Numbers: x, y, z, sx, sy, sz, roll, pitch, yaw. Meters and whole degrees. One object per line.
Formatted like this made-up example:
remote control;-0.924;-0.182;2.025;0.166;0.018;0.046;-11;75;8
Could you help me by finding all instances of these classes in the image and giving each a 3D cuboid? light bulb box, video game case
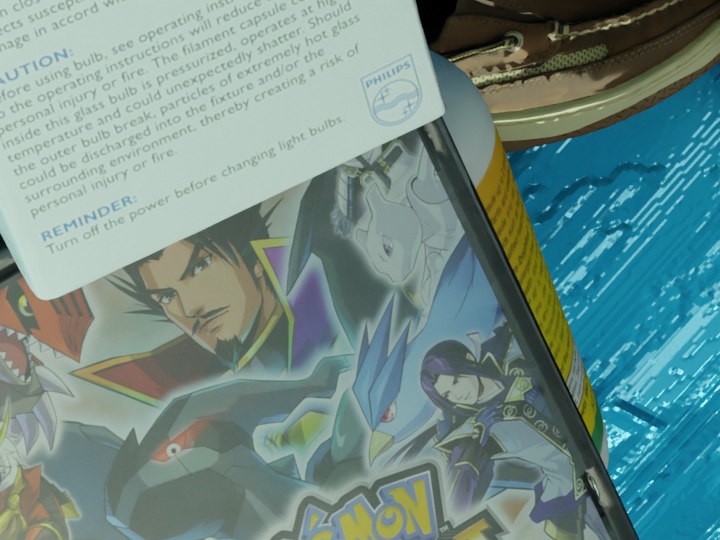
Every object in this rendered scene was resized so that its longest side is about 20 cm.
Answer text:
light bulb box;-0.088;-0.140;0.708;0.124;0.199;0.201;-26;133;-8
video game case;-0.037;0.058;0.759;0.199;0.025;0.182;-30;105;-13

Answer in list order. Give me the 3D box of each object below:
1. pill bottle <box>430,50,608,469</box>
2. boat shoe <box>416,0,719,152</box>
pill bottle;0.000;0.000;0.853;0.112;0.113;0.201;-27;123;-5
boat shoe;0.039;-0.083;0.913;0.201;0.075;0.075;-22;128;-10
